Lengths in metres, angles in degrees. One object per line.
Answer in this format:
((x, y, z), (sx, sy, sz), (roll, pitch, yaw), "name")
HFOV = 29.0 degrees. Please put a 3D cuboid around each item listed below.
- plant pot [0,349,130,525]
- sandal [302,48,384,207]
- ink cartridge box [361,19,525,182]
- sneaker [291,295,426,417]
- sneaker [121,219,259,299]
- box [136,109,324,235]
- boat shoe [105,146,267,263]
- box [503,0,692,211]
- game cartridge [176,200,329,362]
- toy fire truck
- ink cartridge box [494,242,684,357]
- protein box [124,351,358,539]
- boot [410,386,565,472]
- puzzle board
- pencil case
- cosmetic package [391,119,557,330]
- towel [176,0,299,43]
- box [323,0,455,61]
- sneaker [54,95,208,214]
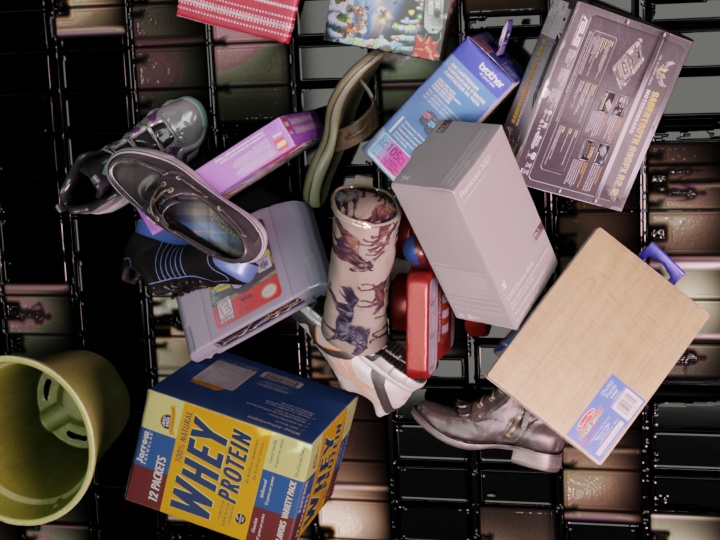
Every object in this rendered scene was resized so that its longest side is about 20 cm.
((-0.370, 0.178, 1.669), (0.200, 0.184, 0.201), (3, 101, 15), "plant pot")
((-0.009, -0.158, 1.571), (0.057, 0.080, 0.201), (26, 117, 11), "sandal")
((0.105, -0.183, 1.504), (0.076, 0.136, 0.200), (46, 107, 1), "ink cartridge box")
((-0.022, 0.093, 1.623), (0.200, 0.074, 0.080), (40, 116, 9), "sneaker")
((-0.199, 0.000, 1.608), (0.200, 0.070, 0.078), (17, 85, 42), "sneaker")
((-0.143, -0.113, 1.581), (0.200, 0.137, 0.039), (-30, 92, 17), "box")
((-0.194, -0.066, 1.496), (0.200, 0.066, 0.070), (35, 107, 5), "boat shoe")
((0.242, -0.175, 1.471), (0.158, 0.048, 0.201), (11, 108, -29), "box")
((-0.131, 0.006, 1.621), (0.200, 0.041, 0.133), (-29, 56, 21), "game cartridge")
((0.082, 0.005, 1.529), (0.112, 0.168, 0.201), (4, 101, 13), "toy fire truck")
((0.262, 0.059, 1.509), (0.136, 0.076, 0.200), (44, 78, 2), "ink cartridge box")
((-0.132, 0.200, 1.603), (0.198, 0.200, 0.135), (17, 104, 11), "protein box")
((0.171, 0.124, 1.590), (0.199, 0.069, 0.175), (16, 98, 7), "boot")
((0.247, 0.078, 1.450), (0.151, 0.017, 0.200), (38, 81, 0), "puzzle board")
((0.000, 0.000, 1.509), (0.078, 0.090, 0.200), (12, 129, 8), "pencil case")
((0.120, -0.047, 1.432), (0.090, 0.107, 0.200), (12, 144, 37), "cosmetic package")
((-0.126, -0.373, 1.588), (0.144, 0.022, 0.201), (16, 106, 9), "towel")
((0.043, -0.342, 1.541), (0.136, 0.040, 0.201), (12, 103, 11), "box")
((-0.269, -0.123, 1.608), (0.200, 0.140, 0.078), (-40, 89, 18), "sneaker")
